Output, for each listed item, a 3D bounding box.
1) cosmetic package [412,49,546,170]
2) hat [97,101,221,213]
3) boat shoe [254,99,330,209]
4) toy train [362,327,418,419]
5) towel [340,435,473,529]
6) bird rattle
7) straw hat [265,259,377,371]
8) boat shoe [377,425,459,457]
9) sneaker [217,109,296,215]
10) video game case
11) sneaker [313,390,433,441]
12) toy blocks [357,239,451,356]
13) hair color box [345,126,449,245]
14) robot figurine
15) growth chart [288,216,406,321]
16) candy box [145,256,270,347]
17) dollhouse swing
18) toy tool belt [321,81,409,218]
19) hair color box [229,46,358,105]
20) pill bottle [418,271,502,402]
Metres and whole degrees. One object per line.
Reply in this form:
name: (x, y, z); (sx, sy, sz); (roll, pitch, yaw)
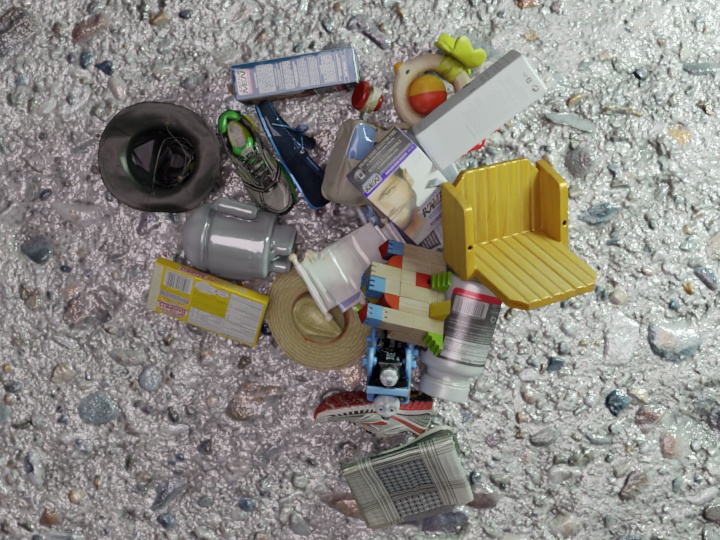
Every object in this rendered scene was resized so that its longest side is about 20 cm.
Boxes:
cosmetic package: (0.178, -0.246, 1.461); (0.200, 0.102, 0.074); (-36, 104, 9)
hat: (-0.330, -0.189, 1.592); (0.200, 0.081, 0.201); (-1, 100, -3)
boat shoe: (-0.102, -0.199, 1.583); (0.069, 0.084, 0.200); (-31, 113, 2)
toy train: (0.048, 0.163, 1.541); (0.087, 0.200, 0.114); (3, 105, 2)
towel: (0.081, 0.358, 1.576); (0.192, 0.035, 0.200); (-17, 134, 4)
bird rattle: (0.134, -0.283, 1.558); (0.163, 0.113, 0.200); (-7, 106, 1)
straw hat: (-0.070, 0.078, 1.593); (0.201, 0.085, 0.201); (0, 94, 3)
boat shoe: (0.075, 0.328, 1.599); (0.200, 0.067, 0.057); (-32, 48, 12)
sneaker: (-0.179, -0.175, 1.581); (0.078, 0.085, 0.200); (-35, 92, 5)
video game case: (0.084, -0.121, 1.603); (0.182, 0.023, 0.200); (-27, 93, 4)
sneaker: (0.021, 0.249, 1.602); (0.200, 0.078, 0.082); (1, 100, -1)
toy blocks: (0.062, 0.032, 1.514); (0.137, 0.100, 0.200); (14, 57, -13)
hair color box: (0.073, -0.128, 1.493); (0.109, 0.200, 0.065); (-45, 56, 5)
robot figurine: (-0.207, -0.049, 1.576); (0.200, 0.113, 0.170); (8, 129, 3)
growth chart: (0.000, 0.000, 1.564); (0.200, 0.018, 0.145); (-26, 90, -18)
candy box: (-0.258, 0.054, 1.610); (0.200, 0.026, 0.102); (20, 127, 1)
dollhouse swing: (0.256, -0.061, 1.478); (0.200, 0.176, 0.182); (-14, 112, -24)
toy tool belt: (0.023, -0.192, 1.544); (0.123, 0.125, 0.200); (15, 96, -27)
hair color box: (-0.103, -0.315, 1.559); (0.200, 0.100, 0.061); (-8, 94, 4)
pill bottle: (0.160, 0.110, 1.571); (0.111, 0.111, 0.200); (15, 95, 2)
